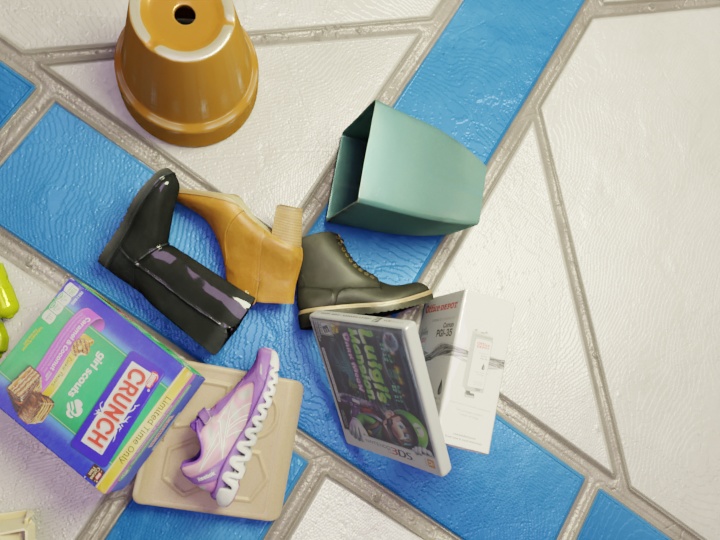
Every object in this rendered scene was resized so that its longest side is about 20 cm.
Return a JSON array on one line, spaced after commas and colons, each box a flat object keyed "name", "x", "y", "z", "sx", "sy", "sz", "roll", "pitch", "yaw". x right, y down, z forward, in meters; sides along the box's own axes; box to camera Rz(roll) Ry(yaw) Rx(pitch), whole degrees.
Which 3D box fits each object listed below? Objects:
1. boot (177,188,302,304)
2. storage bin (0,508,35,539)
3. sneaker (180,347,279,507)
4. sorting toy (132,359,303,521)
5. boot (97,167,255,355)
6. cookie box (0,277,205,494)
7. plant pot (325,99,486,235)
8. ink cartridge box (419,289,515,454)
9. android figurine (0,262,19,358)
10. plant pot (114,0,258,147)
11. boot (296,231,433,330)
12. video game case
[{"name": "boot", "x": -0.178, "y": -0.030, "z": 0.842, "sx": 0.198, "sy": 0.071, "sz": 0.147, "roll": 12, "pitch": 98, "yaw": 6}, {"name": "storage bin", "x": -0.474, "y": 0.399, "z": 0.694, "sx": 0.195, "sy": 0.094, "sz": 0.204, "roll": -4, "pitch": 83, "yaw": -15}, {"name": "sneaker", "x": -0.167, "y": 0.189, "z": 0.775, "sx": 0.087, "sy": 0.080, "sz": 0.203, "roll": 23, "pitch": 77, "yaw": -6}, {"name": "sorting toy", "x": -0.187, "y": 0.227, "z": 0.820, "sx": 0.197, "sy": 0.036, "sz": 0.188, "roll": 13, "pitch": 79, "yaw": -16}, {"name": "boot", "x": -0.222, "y": -0.010, "z": 0.801, "sx": 0.199, "sy": 0.066, "sz": 0.166, "roll": 38, "pitch": 106, "yaw": 2}, {"name": "cookie box", "x": -0.324, "y": 0.140, "z": 0.751, "sx": 0.199, "sy": 0.075, "sz": 0.172, "roll": 35, "pitch": 80, "yaw": 6}, {"name": "plant pot", "x": 0.073, "y": -0.125, "z": 0.879, "sx": 0.197, "sy": 0.141, "sz": 0.144, "roll": 15, "pitch": 79, "yaw": -19}, {"name": "ink cartridge box", "x": 0.131, "y": 0.138, "z": 0.848, "sx": 0.082, "sy": 0.146, "sz": 0.203, "roll": 17, "pitch": 78, "yaw": -13}, {"name": "android figurine", "x": -0.523, "y": 0.061, "z": 0.757, "sx": 0.180, "sy": 0.041, "sz": 0.203, "roll": -21, "pitch": 86, "yaw": -16}, {"name": "plant pot", "x": -0.229, "y": -0.290, "z": 0.803, "sx": 0.197, "sy": 0.183, "sz": 0.204, "roll": 2, "pitch": 82, "yaw": -13}, {"name": "boot", "x": 0.000, "y": 0.000, "z": 0.877, "sx": 0.197, "sy": 0.077, "sz": 0.141, "roll": -8, "pitch": 79, "yaw": -16}, {"name": "video game case", "x": 0.021, "y": 0.152, "z": 0.779, "sx": 0.023, "sy": 0.180, "sz": 0.203, "roll": -27, "pitch": 110, "yaw": -39}]
